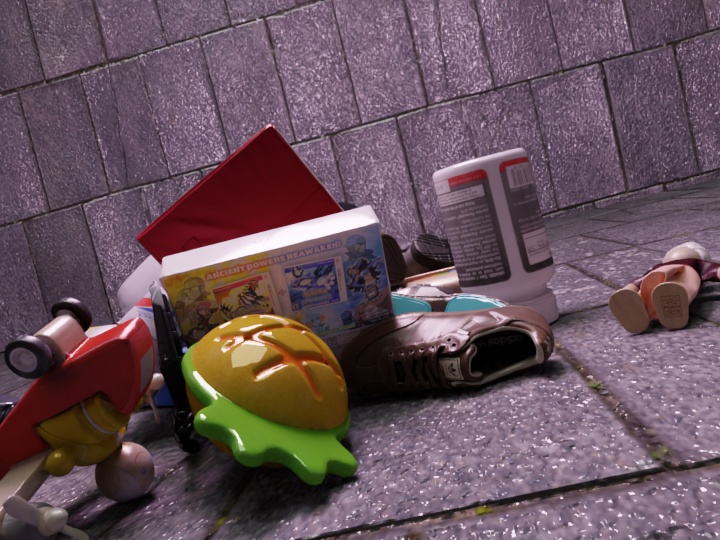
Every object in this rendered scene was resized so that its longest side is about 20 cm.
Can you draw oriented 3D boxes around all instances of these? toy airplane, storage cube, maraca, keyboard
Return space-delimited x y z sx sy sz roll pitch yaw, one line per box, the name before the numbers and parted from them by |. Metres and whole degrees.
toy airplane | -0.227 0.135 0.555 0.200 0.141 0.199 -56 11 -23
storage cube | -0.119 -0.030 0.812 0.180 0.171 0.200 -43 10 -10
maraca | -0.067 0.096 0.540 0.136 0.108 0.200 17 11 -15
keyboard | -0.156 0.100 0.633 0.020 0.128 0.200 -10 -21 -11

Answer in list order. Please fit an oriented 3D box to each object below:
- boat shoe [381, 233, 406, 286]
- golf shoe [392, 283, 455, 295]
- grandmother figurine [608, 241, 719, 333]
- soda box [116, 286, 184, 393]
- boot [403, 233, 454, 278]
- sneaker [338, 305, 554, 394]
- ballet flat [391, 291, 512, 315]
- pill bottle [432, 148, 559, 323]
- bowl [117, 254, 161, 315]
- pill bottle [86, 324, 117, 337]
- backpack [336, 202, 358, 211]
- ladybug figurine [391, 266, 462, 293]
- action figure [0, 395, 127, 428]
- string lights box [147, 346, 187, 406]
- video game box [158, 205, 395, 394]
boat shoe | 0.000 0.000 0.917 0.076 0.072 0.200 -26 -2 20
golf shoe | 0.032 0.076 0.868 0.199 0.078 0.095 -16 21 -6
grandmother figurine | 0.323 0.010 0.745 0.121 0.061 0.200 -2 13 32
soda box | -0.234 0.075 0.825 0.063 0.069 0.200 22 8 -8
boot | 0.135 0.019 1.124 0.199 0.068 0.131 17 -45 -20
sneaker | 0.072 0.073 0.650 0.199 0.071 0.076 -15 9 7
ballet flat | 0.087 0.060 0.761 0.199 0.068 0.075 5 -25 30
pill bottle | 0.162 -0.032 0.856 0.113 0.201 0.114 -14 3 1
bowl | -0.225 0.044 1.064 0.200 0.200 0.075 -42 44 0
pill bottle | -0.372 0.137 1.071 0.111 0.112 0.199 -17 4 -37
backpack | -0.065 0.016 1.022 0.166 0.127 0.201 -14 -41 -46
ladybug figurine | 0.111 0.038 0.999 0.199 0.072 0.136 -14 3 15
action figure | -0.359 0.158 0.792 0.192 0.105 0.200 -4 8 3
string lights box | -0.212 0.131 0.941 0.199 0.059 0.102 -11 4 42
video game box | -0.067 0.048 0.692 0.199 0.183 0.047 -14 33 -5
